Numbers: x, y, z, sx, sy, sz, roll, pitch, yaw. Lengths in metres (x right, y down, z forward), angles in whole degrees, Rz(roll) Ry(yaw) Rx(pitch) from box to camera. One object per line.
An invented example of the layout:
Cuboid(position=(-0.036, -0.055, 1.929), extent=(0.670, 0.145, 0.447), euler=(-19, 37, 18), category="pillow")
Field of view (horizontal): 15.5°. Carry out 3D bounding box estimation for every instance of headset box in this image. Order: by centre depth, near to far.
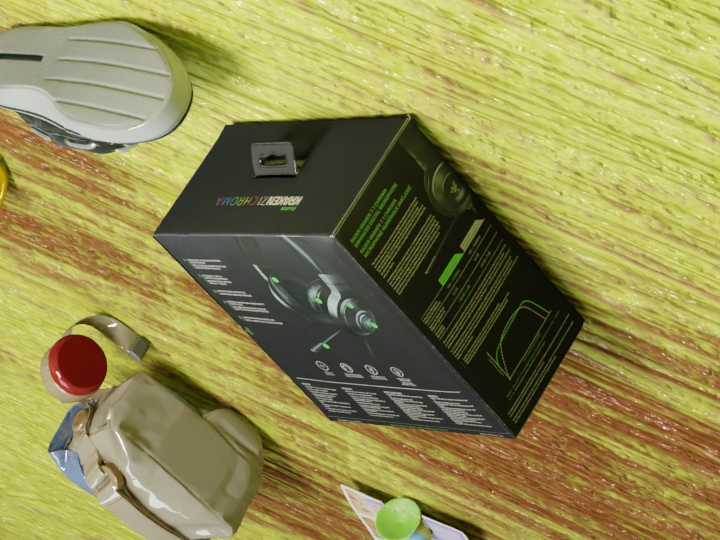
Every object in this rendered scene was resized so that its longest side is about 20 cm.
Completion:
Cuboid(position=(0.000, 0.000, 1.557), extent=(0.174, 0.093, 0.200), euler=(0, 141, 51), category="headset box")

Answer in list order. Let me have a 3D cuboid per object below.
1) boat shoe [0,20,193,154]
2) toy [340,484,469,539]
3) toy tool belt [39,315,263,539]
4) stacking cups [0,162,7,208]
Cuboid(position=(-0.154, -0.106, 1.586), extent=(0.071, 0.072, 0.200), euler=(39, 167, -38), category="boat shoe")
Cuboid(position=(0.054, 0.242, 2.017), extent=(0.115, 0.047, 0.200), euler=(18, 152, 32), category="toy")
Cuboid(position=(-0.179, 0.133, 1.999), extent=(0.200, 0.125, 0.123), euler=(39, 147, -15), category="toy tool belt")
Cuboid(position=(-0.342, -0.090, 1.857), extent=(0.200, 0.061, 0.061), euler=(27, 156, 23), category="stacking cups")
